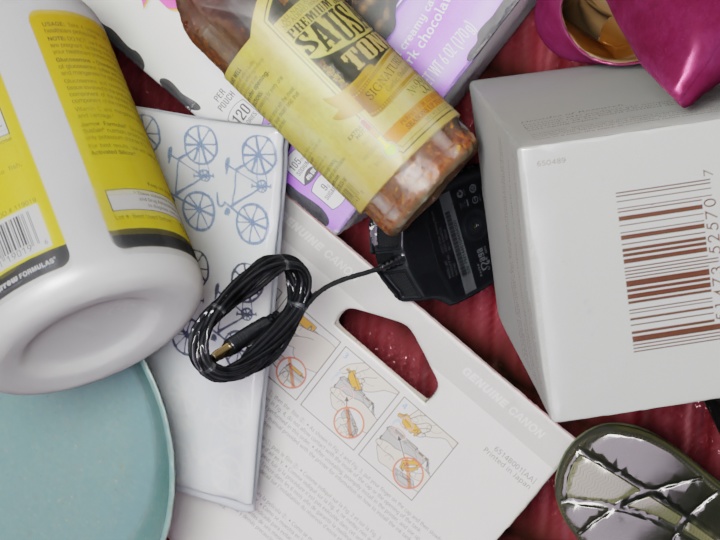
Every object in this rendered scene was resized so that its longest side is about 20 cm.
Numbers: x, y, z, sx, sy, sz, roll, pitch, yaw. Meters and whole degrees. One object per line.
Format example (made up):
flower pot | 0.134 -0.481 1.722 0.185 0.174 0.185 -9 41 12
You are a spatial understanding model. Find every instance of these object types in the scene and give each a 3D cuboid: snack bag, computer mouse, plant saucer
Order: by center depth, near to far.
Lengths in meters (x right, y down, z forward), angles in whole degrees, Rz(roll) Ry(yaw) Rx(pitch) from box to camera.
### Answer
computer mouse | 0.000 0.000 1.152 0.034 0.199 0.059 10 118 55
snack bag | -0.129 0.006 1.191 0.199 0.021 0.190 13 107 23
plant saucer | -0.169 0.082 1.195 0.198 0.036 0.202 6 104 24

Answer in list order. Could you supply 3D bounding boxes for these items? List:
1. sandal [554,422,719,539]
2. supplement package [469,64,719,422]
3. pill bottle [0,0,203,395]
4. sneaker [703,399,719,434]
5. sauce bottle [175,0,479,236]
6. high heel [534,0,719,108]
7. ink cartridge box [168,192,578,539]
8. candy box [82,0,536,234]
sandal | 0.175 0.145 1.169 0.080 0.057 0.201 -43 93 5
supplement package | 0.118 -0.021 1.073 0.116 0.200 0.118 -9 103 -2
pill bottle | -0.152 -0.055 1.106 0.112 0.112 0.201 -29 68 15
sneaker | 0.222 0.095 1.136 0.074 0.087 0.200 -43 88 14
sauce bottle | -0.036 -0.104 1.112 0.200 0.066 0.066 44 104 2
high heel | 0.112 -0.095 1.057 0.067 0.200 0.096 37 72 -19
ink cartridge box | -0.017 0.082 1.215 0.200 0.045 0.177 40 105 5
candy box | -0.030 -0.147 1.175 0.200 0.072 0.168 40 105 5
